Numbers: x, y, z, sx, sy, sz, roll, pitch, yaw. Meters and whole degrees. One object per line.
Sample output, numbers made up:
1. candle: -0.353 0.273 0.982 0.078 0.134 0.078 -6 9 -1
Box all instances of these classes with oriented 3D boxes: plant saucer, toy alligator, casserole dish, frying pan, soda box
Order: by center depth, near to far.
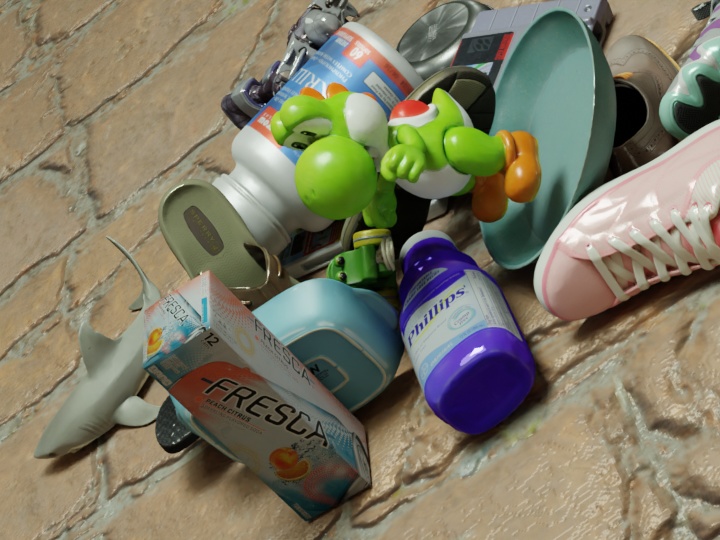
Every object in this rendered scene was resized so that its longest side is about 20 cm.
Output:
1. soda box: -0.075 0.093 1.573 0.063 0.200 0.069 -31 35 19
2. plant saucer: 0.145 -0.097 1.625 0.200 0.036 0.202 -170 90 -71
3. casserole dish: -0.056 0.084 1.641 0.199 0.121 0.039 -33 38 21
4. toy alligator: 0.000 0.000 1.653 0.054 0.060 0.200 -6 -7 1
5. frying pan: 0.046 -0.203 1.975 0.189 0.031 0.115 -5 46 42

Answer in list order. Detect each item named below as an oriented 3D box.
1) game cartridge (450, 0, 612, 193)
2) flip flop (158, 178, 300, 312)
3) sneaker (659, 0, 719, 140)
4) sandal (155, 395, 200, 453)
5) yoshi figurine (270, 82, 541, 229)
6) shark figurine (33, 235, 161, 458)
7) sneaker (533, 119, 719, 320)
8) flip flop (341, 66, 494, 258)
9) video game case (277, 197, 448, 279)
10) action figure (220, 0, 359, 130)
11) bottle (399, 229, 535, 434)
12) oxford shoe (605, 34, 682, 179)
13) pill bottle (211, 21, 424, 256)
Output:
1. game cartridge: 0.124 -0.147 1.790 0.129 0.038 0.201 -1 49 30
2. flip flop: -0.093 0.006 1.739 0.081 0.200 0.058 -36 -10 -9
3. sneaker: 0.281 -0.178 1.634 0.200 0.078 0.140 -38 28 -10
4. sandal: -0.112 0.093 1.783 0.075 0.045 0.200 -19 23 25
5. yoshi figurine: 0.028 -0.070 1.586 0.112 0.199 0.113 -120 45 -60
6. shark figurine: -0.217 0.060 1.892 0.128 0.090 0.215 -9 46 41
7. sneaker: 0.215 -0.025 1.509 0.200 0.075 0.105 -37 26 3
8. flip flop: 0.039 -0.088 1.713 0.058 0.081 0.201 -106 33 -42
9. video game case: -0.003 -0.067 1.869 0.199 0.017 0.144 -23 36 29
10. action figure: -0.052 -0.186 1.942 0.130 0.069 0.200 -51 5 -28
11. bottle: 0.071 0.038 1.606 0.084 0.065 0.200 -43 29 15
12. oxford shoe: 0.211 -0.131 1.647 0.071 0.073 0.201 -30 33 19
13. pill bottle: -0.039 -0.105 1.829 0.200 0.112 0.112 -47 31 -7
